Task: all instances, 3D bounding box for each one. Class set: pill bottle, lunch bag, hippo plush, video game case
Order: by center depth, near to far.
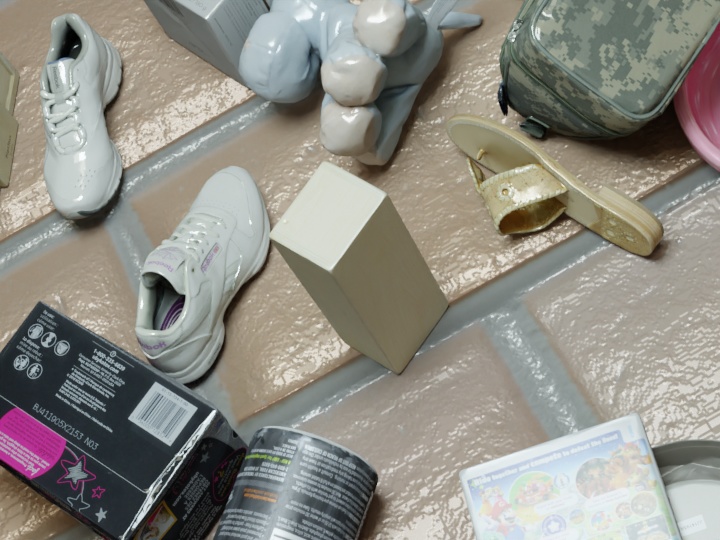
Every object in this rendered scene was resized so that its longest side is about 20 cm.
[{"bbox_3d":[0.163,0.215,1.297,0.143,0.018,0.200,-19,61,9],"label":"video game case"},{"bbox_3d":[-0.067,0.229,1.378,0.106,0.106,0.200,13,69,23],"label":"pill bottle"},{"bbox_3d":[0.205,-0.206,1.474,0.139,0.168,0.200,33,80,-3],"label":"lunch bag"},{"bbox_3d":[-0.021,-0.205,1.542,0.161,0.159,0.200,27,76,20],"label":"hippo plush"}]

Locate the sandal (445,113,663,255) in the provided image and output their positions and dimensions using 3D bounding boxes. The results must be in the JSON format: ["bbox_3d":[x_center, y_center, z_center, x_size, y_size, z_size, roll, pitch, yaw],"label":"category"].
[{"bbox_3d":[0.139,-0.055,1.471,0.211,0.078,0.070,29,70,23],"label":"sandal"}]

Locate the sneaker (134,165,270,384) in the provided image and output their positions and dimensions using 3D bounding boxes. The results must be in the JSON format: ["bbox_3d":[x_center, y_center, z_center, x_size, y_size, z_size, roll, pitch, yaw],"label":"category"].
[{"bbox_3d":[-0.135,-0.007,1.522,0.075,0.100,0.200,7,65,23],"label":"sneaker"}]

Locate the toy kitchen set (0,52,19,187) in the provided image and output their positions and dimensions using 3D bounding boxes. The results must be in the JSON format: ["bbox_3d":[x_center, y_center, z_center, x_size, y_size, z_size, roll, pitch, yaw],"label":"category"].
[{"bbox_3d":[-0.435,-0.129,1.641,0.180,0.163,0.200,-4,63,16],"label":"toy kitchen set"}]

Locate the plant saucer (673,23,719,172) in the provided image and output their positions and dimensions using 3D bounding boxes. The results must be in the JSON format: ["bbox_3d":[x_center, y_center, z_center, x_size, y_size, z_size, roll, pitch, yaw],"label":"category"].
[{"bbox_3d":[0.357,-0.147,1.464,0.200,0.051,0.201,-8,62,15],"label":"plant saucer"}]

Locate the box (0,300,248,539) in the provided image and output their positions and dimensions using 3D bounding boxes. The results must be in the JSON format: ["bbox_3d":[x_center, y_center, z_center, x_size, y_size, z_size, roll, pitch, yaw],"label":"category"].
[{"bbox_3d":[-0.206,0.138,1.464,0.200,0.115,0.132,29,74,26],"label":"box"}]

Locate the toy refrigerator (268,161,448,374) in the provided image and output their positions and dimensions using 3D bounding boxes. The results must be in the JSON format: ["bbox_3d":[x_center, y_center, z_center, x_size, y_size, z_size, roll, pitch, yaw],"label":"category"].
[{"bbox_3d":[0.000,0.000,1.417,0.070,0.200,0.076,29,77,28],"label":"toy refrigerator"}]

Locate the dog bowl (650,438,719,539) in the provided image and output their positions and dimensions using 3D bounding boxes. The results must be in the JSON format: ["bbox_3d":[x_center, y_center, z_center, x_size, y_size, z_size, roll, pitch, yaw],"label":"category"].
[{"bbox_3d":[0.250,0.226,1.307,0.200,0.059,0.200,-7,62,14],"label":"dog bowl"}]

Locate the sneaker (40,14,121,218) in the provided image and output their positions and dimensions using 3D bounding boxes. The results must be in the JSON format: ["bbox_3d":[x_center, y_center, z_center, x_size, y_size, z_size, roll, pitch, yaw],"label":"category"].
[{"bbox_3d":[-0.264,-0.141,1.628,0.074,0.087,0.200,-11,63,10],"label":"sneaker"}]

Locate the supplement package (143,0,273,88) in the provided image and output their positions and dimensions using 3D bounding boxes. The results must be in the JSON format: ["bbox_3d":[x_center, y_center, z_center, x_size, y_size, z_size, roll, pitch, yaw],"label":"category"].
[{"bbox_3d":[-0.096,-0.294,1.640,0.121,0.120,0.200,34,78,29],"label":"supplement package"}]
